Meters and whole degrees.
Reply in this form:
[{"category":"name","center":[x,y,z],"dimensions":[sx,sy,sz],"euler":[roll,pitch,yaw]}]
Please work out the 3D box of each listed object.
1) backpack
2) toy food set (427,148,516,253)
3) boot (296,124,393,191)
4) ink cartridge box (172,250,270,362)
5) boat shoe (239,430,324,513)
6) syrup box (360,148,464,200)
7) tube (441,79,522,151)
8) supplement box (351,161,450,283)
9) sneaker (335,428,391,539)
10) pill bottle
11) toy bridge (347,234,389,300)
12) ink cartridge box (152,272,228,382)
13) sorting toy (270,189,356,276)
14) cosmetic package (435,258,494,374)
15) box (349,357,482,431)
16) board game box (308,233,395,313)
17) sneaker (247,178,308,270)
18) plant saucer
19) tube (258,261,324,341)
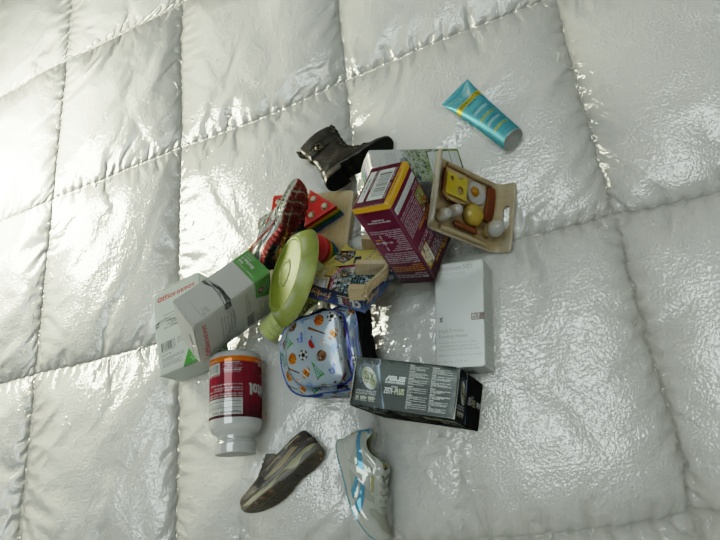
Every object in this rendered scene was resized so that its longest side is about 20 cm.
[{"category":"backpack","center":[-0.070,0.167,1.276],"dimensions":[0.187,0.153,0.206],"euler":[-18,67,30]},{"category":"toy food set","center":[0.214,-0.130,1.223],"dimensions":[0.060,0.196,0.148],"euler":[-16,61,56]},{"category":"boot","center":[-0.039,-0.281,1.463],"dimensions":[0.197,0.070,0.175],"euler":[-30,48,-3]},{"category":"ink cartridge box","center":[-0.286,0.076,1.358],"dimensions":[0.198,0.148,0.084],"euler":[-36,63,-29]},{"category":"boat shoe","center":[-0.160,0.399,1.283],"dimensions":[0.199,0.075,0.074],"euler":[-39,50,-2]},{"category":"syrup box","center":[0.104,-0.185,1.290],"dimensions":[0.194,0.082,0.081],"euler":[-5,61,-15]},{"category":"tube","center":[0.256,-0.324,1.350],"dimensions":[0.077,0.051,0.201],"euler":[-39,54,0]},{"category":"supplement box","center":[0.080,-0.084,1.199],"dimensions":[0.084,0.201,0.112],"euler":[-5,45,37]},{"category":"sneaker","center":[0.018,0.393,1.188],"dimensions":[0.079,0.076,0.204],"euler":[-27,64,12]},{"category":"pill bottle","center":[-0.259,0.277,1.344],"dimensions":[0.110,0.113,0.206],"euler":[-13,67,21]},{"category":"toy bridge","center":[0.022,-0.007,1.240],"dimensions":[0.065,0.028,0.202],"euler":[0,33,9]},{"category":"ink cartridge box","center":[-0.388,0.130,1.477],"dimensions":[0.144,0.083,0.205],"euler":[-22,64,18]},{"category":"sorting toy","center":[-0.119,-0.084,1.430],"dimensions":[0.194,0.069,0.206],"euler":[-2,71,25]},{"category":"cosmetic package","center":[0.194,0.088,1.212],"dimensions":[0.099,0.074,0.206],"euler":[-8,70,24]},{"category":"box","center":[0.103,0.221,1.156],"dimensions":[0.195,0.163,0.089],"euler":[2,72,27]},{"category":"board game box","center":[0.000,0.000,1.293],"dimensions":[0.133,0.035,0.200],"euler":[13,39,29]},{"category":"sneaker","center":[-0.180,-0.108,1.383],"dimensions":[0.081,0.078,0.203],"euler":[25,84,32]},{"category":"plant saucer","center":[-0.141,0.010,1.296],"dimensions":[0.200,0.030,0.204],"euler":[-46,34,44]},{"category":"tube","center":[-0.135,0.069,1.382],"dimensions":[0.199,0.058,0.052],"euler":[-43,67,11]}]
